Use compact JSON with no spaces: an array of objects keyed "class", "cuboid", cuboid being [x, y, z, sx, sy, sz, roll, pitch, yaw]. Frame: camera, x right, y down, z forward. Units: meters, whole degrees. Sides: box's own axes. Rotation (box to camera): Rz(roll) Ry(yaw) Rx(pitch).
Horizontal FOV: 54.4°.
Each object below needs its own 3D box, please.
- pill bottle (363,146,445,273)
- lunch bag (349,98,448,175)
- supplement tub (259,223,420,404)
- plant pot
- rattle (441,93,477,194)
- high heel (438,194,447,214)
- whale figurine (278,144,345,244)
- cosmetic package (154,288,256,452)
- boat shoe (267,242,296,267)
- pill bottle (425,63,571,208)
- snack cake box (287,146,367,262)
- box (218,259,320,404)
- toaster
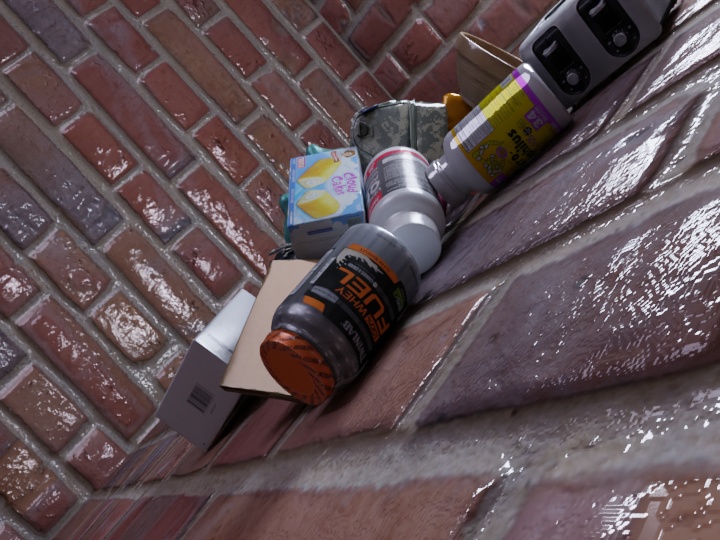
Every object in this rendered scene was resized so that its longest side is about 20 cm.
[{"class":"pill bottle","cuboid":[0.063,-0.084,1.001,0.110,0.110,0.202,-41,28,22]},{"class":"lunch bag","cuboid":[0.058,-0.203,1.219,0.200,0.163,0.144,109,160,-75]},{"class":"supplement tub","cuboid":[-0.023,0.050,0.824,0.201,0.123,0.122,-50,9,-34]},{"class":"plant pot","cuboid":[0.233,-0.310,1.176,0.094,0.197,0.201,-63,-2,25]},{"class":"rattle","cuboid":[0.175,-0.214,1.135,0.127,0.146,0.200,-11,15,30]},{"class":"high heel","cuboid":[0.092,-0.097,1.177,0.097,0.067,0.200,-54,11,5]},{"class":"whale figurine","cuboid":[-0.069,-0.108,1.197,0.104,0.154,0.206,-54,-27,-73]},{"class":"cosmetic package","cuboid":[-0.251,0.179,1.290,0.201,0.122,0.200,-56,-1,29]},{"class":"boat shoe","cuboid":[-0.111,-0.010,1.122,0.073,0.064,0.200,-8,-7,-15]},{"class":"pill bottle","cuboid":[0.185,-0.180,0.974,0.199,0.104,0.105,-42,7,22]},{"class":"snack cake box","cuboid":[-0.048,-0.105,1.067,0.112,0.068,0.202,-12,36,4]},{"class":"box","cuboid":[-0.092,0.074,0.942,0.160,0.021,0.204,0,58,35]},{"class":"toaster","cuboid":[0.341,-0.351,0.989,0.180,0.119,0.201,-36,11,46]}]
